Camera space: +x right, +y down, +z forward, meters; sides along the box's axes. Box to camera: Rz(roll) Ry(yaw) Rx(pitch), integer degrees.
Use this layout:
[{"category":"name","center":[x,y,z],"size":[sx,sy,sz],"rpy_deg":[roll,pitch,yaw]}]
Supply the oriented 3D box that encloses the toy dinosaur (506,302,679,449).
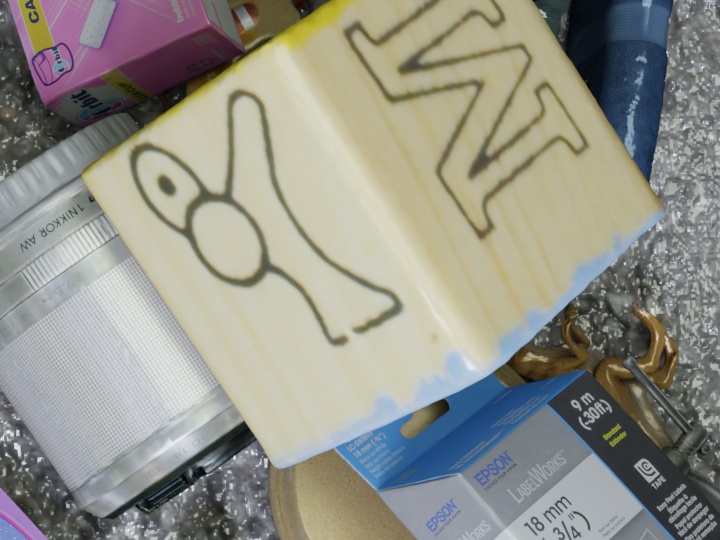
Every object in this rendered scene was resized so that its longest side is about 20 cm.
[{"category":"toy dinosaur","center":[0.166,0.084,1.484],"size":[0.200,0.060,0.106],"rpy_deg":[39,87,1]}]

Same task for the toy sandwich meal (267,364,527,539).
[{"category":"toy sandwich meal","center":[0.039,0.132,1.434],"size":[0.204,0.070,0.207],"rpy_deg":[2,79,-10]}]

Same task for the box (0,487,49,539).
[{"category":"box","center":[-0.245,0.184,1.326],"size":[0.137,0.039,0.200],"rpy_deg":[-37,68,-24]}]

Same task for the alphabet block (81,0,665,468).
[{"category":"alphabet block","center":[0.007,-0.043,1.265],"size":[0.196,0.195,0.201],"rpy_deg":[-39,98,-44]}]

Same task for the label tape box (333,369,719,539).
[{"category":"label tape box","center":[0.101,0.126,1.334],"size":[0.200,0.063,0.144],"rpy_deg":[47,43,9]}]

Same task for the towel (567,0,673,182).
[{"category":"towel","center":[0.165,-0.132,1.483],"size":[0.048,0.112,0.201],"rpy_deg":[11,78,-12]}]

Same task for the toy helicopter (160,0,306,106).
[{"category":"toy helicopter","center":[-0.100,-0.136,1.438],"size":[0.131,0.079,0.201],"rpy_deg":[-1,69,8]}]

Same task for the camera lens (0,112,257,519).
[{"category":"camera lens","center":[-0.139,0.031,1.359],"size":[0.160,0.160,0.201],"rpy_deg":[-34,89,-16]}]

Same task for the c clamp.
[{"category":"c clamp","center":[0.168,0.183,1.425],"size":[0.171,0.027,0.200],"rpy_deg":[40,74,-16]}]

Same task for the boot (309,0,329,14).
[{"category":"boot","center":[-0.003,-0.109,1.447],"size":[0.073,0.096,0.201],"rpy_deg":[3,82,-13]}]

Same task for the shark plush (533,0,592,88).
[{"category":"shark plush","center":[0.102,-0.118,1.445],"size":[0.083,0.091,0.201],"rpy_deg":[13,117,-9]}]

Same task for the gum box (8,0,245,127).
[{"category":"gum box","center":[-0.160,-0.204,1.407],"size":[0.113,0.066,0.201],"rpy_deg":[-23,74,11]}]
